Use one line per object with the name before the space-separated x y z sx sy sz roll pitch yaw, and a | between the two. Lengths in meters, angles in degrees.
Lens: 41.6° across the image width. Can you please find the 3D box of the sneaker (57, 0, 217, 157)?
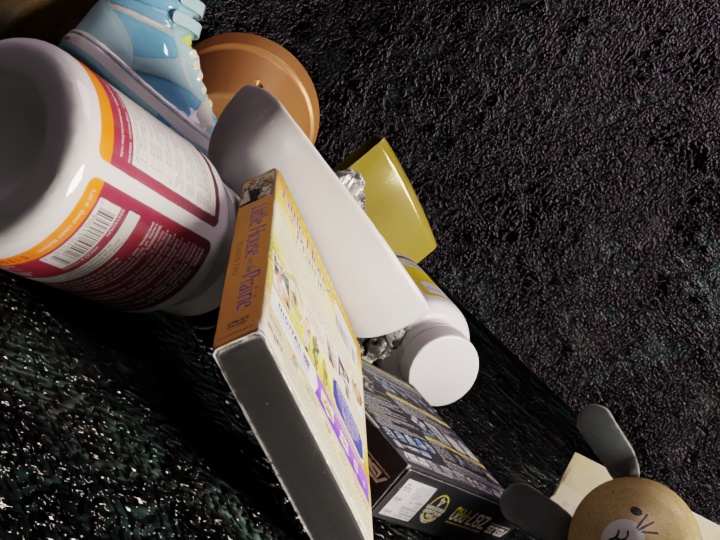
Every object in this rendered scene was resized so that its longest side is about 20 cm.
sneaker | -0.156 -0.183 0.846 0.079 0.132 0.199 14 -20 50

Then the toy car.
toy car | 0.187 0.192 0.639 0.201 0.164 0.157 50 10 33

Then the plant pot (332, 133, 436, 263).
plant pot | 0.007 -0.071 1.436 0.177 0.199 0.200 50 4 -9

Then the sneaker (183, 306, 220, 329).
sneaker | -0.155 -0.041 0.700 0.201 0.074 0.088 52 7 4

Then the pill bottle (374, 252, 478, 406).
pill bottle | 0.057 0.066 1.067 0.111 0.112 0.200 37 7 -28

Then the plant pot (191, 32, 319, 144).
plant pot | -0.152 -0.165 1.131 0.199 0.200 0.141 39 23 -16

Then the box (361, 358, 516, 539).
box | 0.026 0.128 0.722 0.161 0.049 0.199 48 9 37

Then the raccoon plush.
raccoon plush | 0.000 0.000 0.930 0.095 0.204 0.134 6 10 -6

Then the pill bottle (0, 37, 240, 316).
pill bottle | -0.142 -0.038 0.534 0.109 0.110 0.200 43 3 24

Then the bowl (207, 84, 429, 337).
bowl | -0.046 -0.036 0.715 0.201 0.074 0.200 52 -2 -18

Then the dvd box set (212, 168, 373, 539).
dvd box set | -0.034 0.045 0.543 0.201 0.029 0.148 -95 164 -62

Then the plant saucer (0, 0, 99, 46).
plant saucer | -0.266 -0.234 0.874 0.036 0.198 0.200 65 11 11

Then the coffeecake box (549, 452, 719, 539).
coffeecake box | 0.268 0.260 0.870 0.152 0.074 0.200 24 -14 35
